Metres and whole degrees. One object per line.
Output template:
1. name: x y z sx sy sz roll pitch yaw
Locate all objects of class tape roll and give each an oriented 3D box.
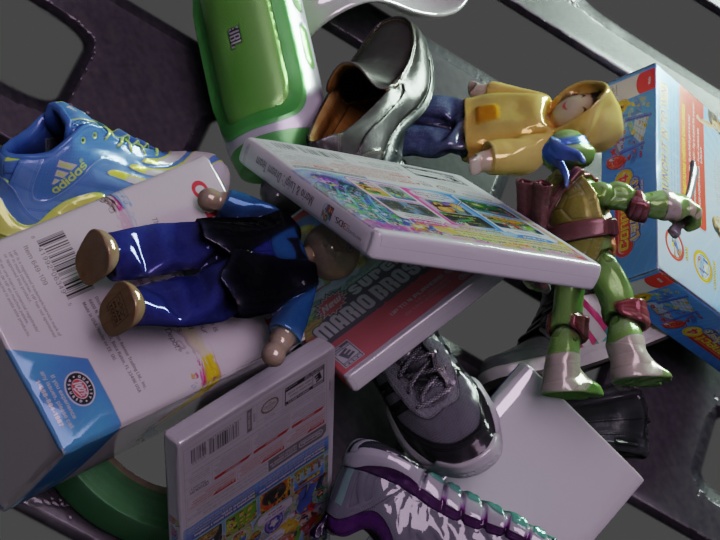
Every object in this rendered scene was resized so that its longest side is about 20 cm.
1. tape roll: -0.141 0.099 1.491 0.200 0.048 0.201 10 65 -23

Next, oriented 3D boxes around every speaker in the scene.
1. speaker: -0.080 -0.174 1.613 0.088 0.088 0.201 -4 71 -28

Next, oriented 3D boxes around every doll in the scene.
1. doll: -0.082 0.002 1.330 0.200 0.048 0.137 -10 64 -40

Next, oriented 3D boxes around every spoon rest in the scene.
1. spoon rest: 0.015 -0.237 1.706 0.200 0.061 0.100 -31 85 -32

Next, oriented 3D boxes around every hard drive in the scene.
1. hard drive: 0.104 0.189 1.543 0.132 0.025 0.200 44 78 -10

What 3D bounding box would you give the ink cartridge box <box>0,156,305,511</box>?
1. ink cartridge box: -0.173 0.042 1.384 0.200 0.146 0.147 -25 81 -33

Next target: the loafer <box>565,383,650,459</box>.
1. loafer: 0.144 0.137 1.606 0.200 0.068 0.071 -10 80 -27

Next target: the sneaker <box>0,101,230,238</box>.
1. sneaker: -0.183 -0.076 1.503 0.200 0.105 0.076 -19 40 -31

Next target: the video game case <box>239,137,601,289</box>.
1. video game case: 0.040 -0.040 1.424 0.199 0.182 0.024 8 108 -36

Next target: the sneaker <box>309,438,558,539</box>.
1. sneaker: 0.064 0.202 1.484 0.200 0.074 0.088 28 81 -2

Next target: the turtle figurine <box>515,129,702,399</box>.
1. turtle figurine: 0.191 -0.002 1.546 0.143 0.200 0.195 -5 77 8

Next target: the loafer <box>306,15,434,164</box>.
1. loafer: 0.007 -0.135 1.572 0.072 0.073 0.200 60 32 -38

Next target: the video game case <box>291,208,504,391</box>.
1. video game case: 0.000 0.000 1.496 0.143 0.200 0.017 -37 127 -12

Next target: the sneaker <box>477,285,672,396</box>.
1. sneaker: 0.160 0.025 1.651 0.200 0.084 0.121 -16 82 -39

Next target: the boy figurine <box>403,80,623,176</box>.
1. boy figurine: 0.110 -0.116 1.639 0.199 0.065 0.125 0 36 10

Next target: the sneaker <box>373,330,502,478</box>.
1. sneaker: 0.034 0.062 1.517 0.075 0.114 0.200 -30 47 -3

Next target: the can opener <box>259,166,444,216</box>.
1. can opener: 0.005 -0.053 1.639 0.199 0.053 0.067 4 33 -24

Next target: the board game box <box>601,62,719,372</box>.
1. board game box: 0.279 -0.038 1.704 0.196 0.056 0.201 33 50 -39

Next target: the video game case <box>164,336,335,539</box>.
1. video game case: -0.076 0.155 1.426 0.143 0.200 0.018 -31 50 -33
